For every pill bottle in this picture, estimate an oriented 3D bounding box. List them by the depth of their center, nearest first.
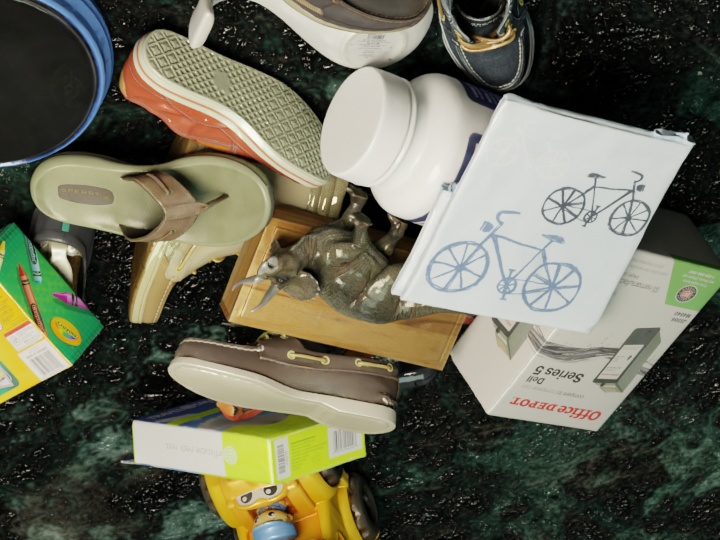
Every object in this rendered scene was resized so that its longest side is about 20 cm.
[{"bbox_3d":[0.075,-0.089,1.678,0.200,0.120,0.120,19,131,-30],"label":"pill bottle"}]

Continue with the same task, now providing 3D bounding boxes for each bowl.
[{"bbox_3d":[-0.293,-0.159,1.639,0.200,0.039,0.201,-3,136,-3],"label":"bowl"}]

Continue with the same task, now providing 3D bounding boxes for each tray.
[{"bbox_3d":[-0.005,0.015,1.746,0.200,0.037,0.099,13,112,-25],"label":"tray"}]

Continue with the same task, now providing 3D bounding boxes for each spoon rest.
[{"bbox_3d":[-0.037,-0.198,1.621,0.200,0.061,0.099,2,144,-27],"label":"spoon rest"}]

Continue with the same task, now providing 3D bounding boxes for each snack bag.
[{"bbox_3d":[0.142,-0.044,1.646,0.188,0.021,0.200,10,121,-27],"label":"snack bag"}]

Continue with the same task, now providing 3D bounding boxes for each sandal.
[{"bbox_3d":[-0.167,-0.050,1.673,0.201,0.057,0.080,2,117,8],"label":"sandal"}]

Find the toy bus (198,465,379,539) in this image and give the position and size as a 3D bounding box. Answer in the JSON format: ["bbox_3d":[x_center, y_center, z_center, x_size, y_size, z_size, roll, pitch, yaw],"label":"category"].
[{"bbox_3d":[-0.066,0.264,1.989,0.136,0.192,0.200,-17,133,14],"label":"toy bus"}]

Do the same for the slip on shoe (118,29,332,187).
[{"bbox_3d":[-0.105,-0.124,1.678,0.200,0.074,0.061,28,142,-27],"label":"slip on shoe"}]

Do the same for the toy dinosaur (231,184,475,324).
[{"bbox_3d":[0.000,0.000,1.689,0.200,0.077,0.102,23,115,-31],"label":"toy dinosaur"}]

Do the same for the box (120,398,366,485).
[{"bbox_3d":[-0.107,0.148,1.875,0.200,0.048,0.122,4,-168,43],"label":"box"}]

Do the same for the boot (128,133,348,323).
[{"bbox_3d":[-0.106,-0.023,1.773,0.155,0.073,0.200,13,124,-18],"label":"boot"}]

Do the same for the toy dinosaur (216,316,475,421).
[{"bbox_3d":[-0.034,0.071,1.809,0.200,0.105,0.182,31,97,5],"label":"toy dinosaur"}]

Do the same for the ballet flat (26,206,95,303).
[{"bbox_3d":[-0.266,0.021,1.805,0.073,0.073,0.200,6,135,-12],"label":"ballet flat"}]

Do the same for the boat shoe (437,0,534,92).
[{"bbox_3d":[0.091,-0.192,1.607,0.071,0.091,0.200,-14,135,8],"label":"boat shoe"}]

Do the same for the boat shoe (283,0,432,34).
[{"bbox_3d":[-0.034,-0.229,1.542,0.200,0.075,0.073,19,173,-17],"label":"boat shoe"}]

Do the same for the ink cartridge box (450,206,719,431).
[{"bbox_3d":[0.195,0.037,1.813,0.145,0.084,0.200,12,125,-39],"label":"ink cartridge box"}]

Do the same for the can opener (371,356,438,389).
[{"bbox_3d":[-0.027,0.093,1.907,0.200,0.063,0.079,-6,136,0],"label":"can opener"}]

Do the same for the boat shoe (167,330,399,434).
[{"bbox_3d":[-0.061,0.085,1.751,0.200,0.060,0.072,15,158,-16],"label":"boat shoe"}]

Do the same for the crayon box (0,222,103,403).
[{"bbox_3d":[-0.326,0.052,1.778,0.200,0.058,0.119,-27,109,40],"label":"crayon box"}]
